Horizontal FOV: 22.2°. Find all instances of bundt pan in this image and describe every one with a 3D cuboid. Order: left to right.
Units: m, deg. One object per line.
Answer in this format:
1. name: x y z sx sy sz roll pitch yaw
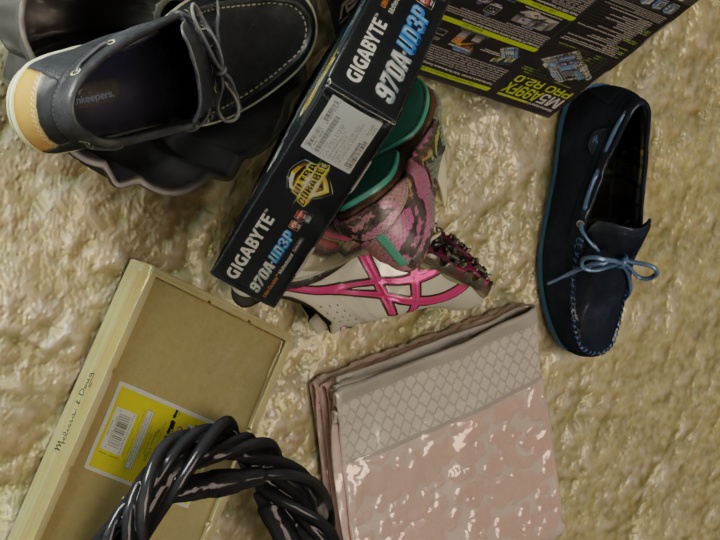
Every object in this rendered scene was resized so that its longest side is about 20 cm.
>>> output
1. bundt pan: -0.125 -0.147 1.065 0.201 0.076 0.203 -8 103 -37

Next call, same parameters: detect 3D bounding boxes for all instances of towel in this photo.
1. towel: 0.060 0.137 1.297 0.199 0.032 0.192 -20 110 -34

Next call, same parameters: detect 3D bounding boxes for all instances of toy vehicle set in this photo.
1. toy vehicle set: -0.129 0.108 1.141 0.124 0.026 0.201 30 80 -39

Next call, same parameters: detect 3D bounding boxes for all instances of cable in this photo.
1. cable: -0.083 0.186 1.152 0.200 0.051 0.164 38 69 -35

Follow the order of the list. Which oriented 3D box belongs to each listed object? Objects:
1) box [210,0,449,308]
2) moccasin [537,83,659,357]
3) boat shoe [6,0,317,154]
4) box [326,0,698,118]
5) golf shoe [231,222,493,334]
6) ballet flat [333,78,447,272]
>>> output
1. box: -0.009 -0.096 1.069 0.046 0.159 0.200 30 41 -6
2. moccasin: 0.173 -0.033 1.330 0.080 0.068 0.201 -11 105 -37
3. boat shoe: -0.097 -0.110 1.008 0.199 0.062 0.075 -23 110 -35
4. box: 0.104 -0.180 1.195 0.199 0.160 0.044 13 53 -39
5. golf shoe: 0.000 0.000 1.207 0.199 0.073 0.092 16 115 -39
6. ballet flat: 0.026 -0.054 1.154 0.071 0.069 0.200 57 19 -19
